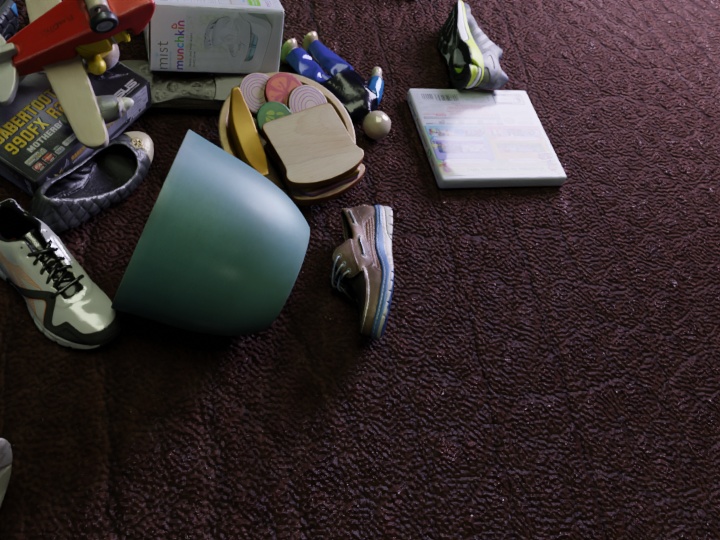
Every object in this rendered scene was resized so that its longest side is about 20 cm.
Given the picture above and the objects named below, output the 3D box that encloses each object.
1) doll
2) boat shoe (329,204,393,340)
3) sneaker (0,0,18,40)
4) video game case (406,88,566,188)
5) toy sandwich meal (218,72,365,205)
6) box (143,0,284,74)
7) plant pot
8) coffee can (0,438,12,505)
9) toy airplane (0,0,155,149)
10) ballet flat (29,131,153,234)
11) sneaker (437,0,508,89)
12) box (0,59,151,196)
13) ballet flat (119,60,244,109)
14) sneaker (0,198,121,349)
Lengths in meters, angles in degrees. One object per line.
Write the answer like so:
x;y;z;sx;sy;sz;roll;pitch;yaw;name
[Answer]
-0.024;-0.264;1.163;0.136;0.049;0.200;-28;65;-30;doll
0.000;0.000;0.967;0.072;0.073;0.201;6;43;-5;boat shoe
-0.500;-0.283;1.027;0.081;0.073;0.201;16;51;-3;sneaker
0.182;-0.195;1.188;0.198;0.022;0.183;-3;55;-19;video game case
-0.086;-0.179;1.046;0.203;0.070;0.207;6;68;-16;toy sandwich meal
-0.211;-0.358;1.118;0.175;0.097;0.201;-4;39;-18;box
-0.150;-0.022;0.863;0.160;0.201;0.202;25;50;-14;plant pot
-0.415;0.174;0.664;0.198;0.147;0.147;20;51;-1;coffee can
-0.342;-0.261;0.950;0.198;0.141;0.202;22;94;16;toy airplane
-0.306;-0.109;0.955;0.066;0.057;0.200;39;46;-3;ballet flat
0.176;-0.347;1.272;0.080;0.074;0.201;12;49;-22;sneaker
-0.382;-0.199;0.998;0.158;0.048;0.200;33;60;9;box
-0.248;-0.243;1.093;0.198;0.046;0.068;1;75;-8;ballet flat
-0.332;0.005;0.858;0.199;0.080;0.074;38;52;12;sneaker
